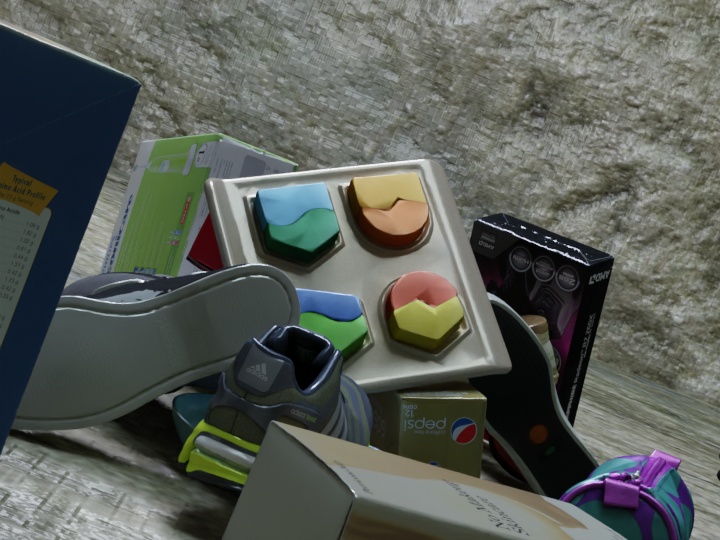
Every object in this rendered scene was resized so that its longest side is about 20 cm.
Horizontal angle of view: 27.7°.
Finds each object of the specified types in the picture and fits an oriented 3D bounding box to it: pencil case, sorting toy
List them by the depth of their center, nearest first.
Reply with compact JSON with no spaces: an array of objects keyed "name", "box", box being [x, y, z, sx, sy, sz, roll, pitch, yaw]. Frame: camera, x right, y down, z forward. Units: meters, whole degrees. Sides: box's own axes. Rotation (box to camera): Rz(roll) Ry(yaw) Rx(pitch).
[{"name":"pencil case","box":[0.172,0.167,0.942,0.085,0.093,0.200,22,3,14]},{"name":"sorting toy","box":[0.000,0.000,1.048,0.199,0.186,0.037,-5,-29,-23]}]

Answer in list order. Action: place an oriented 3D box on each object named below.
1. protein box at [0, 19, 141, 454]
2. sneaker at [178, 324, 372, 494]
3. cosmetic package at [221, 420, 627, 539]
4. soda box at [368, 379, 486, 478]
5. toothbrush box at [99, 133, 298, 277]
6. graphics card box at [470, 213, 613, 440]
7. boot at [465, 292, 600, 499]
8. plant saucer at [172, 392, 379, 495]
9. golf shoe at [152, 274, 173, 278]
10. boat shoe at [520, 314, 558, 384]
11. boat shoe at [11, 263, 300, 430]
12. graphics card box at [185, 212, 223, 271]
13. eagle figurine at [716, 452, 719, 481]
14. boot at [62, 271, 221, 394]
[{"name":"protein box","box":[-0.245,-0.039,0.676,0.135,0.201,0.198,25,5,42]},{"name":"sneaker","box":[-0.030,0.072,0.807,0.074,0.081,0.200,22,8,12]},{"name":"cosmetic package","box":[0.045,0.144,0.716,0.199,0.071,0.105,20,5,-31]},{"name":"soda box","box":[0.038,0.106,1.108,0.064,0.068,0.200,2,9,-10]},{"name":"toothbrush box","box":[-0.153,-0.041,1.333,0.086,0.146,0.200,20,-8,-29]},{"name":"graphics card box","box":[0.145,0.062,1.316,0.125,0.201,0.051,25,23,34]},{"name":"boot","box":[0.114,0.100,1.180,0.200,0.072,0.144,61,-8,-14]},{"name":"plant saucer","box":[-0.026,0.126,0.894,0.199,0.028,0.200,21,4,-2]},{"name":"golf shoe","box":[-0.091,0.054,1.175,0.199,0.073,0.092,23,3,14]},{"name":"boat shoe","box":[0.070,0.091,1.263,0.199,0.063,0.073,-14,9,18]},{"name":"boat shoe","box":[-0.133,0.040,0.819,0.199,0.074,0.060,-19,4,-22]},{"name":"graphics card box","box":[-0.041,0.007,1.175,0.125,0.051,0.200,27,2,20]},{"name":"eagle figurine","box":[0.294,0.198,0.914,0.200,0.151,0.152,36,21,-49]},{"name":"boot","box":[-0.158,0.036,0.953,0.199,0.070,0.131,7,0,32]}]
